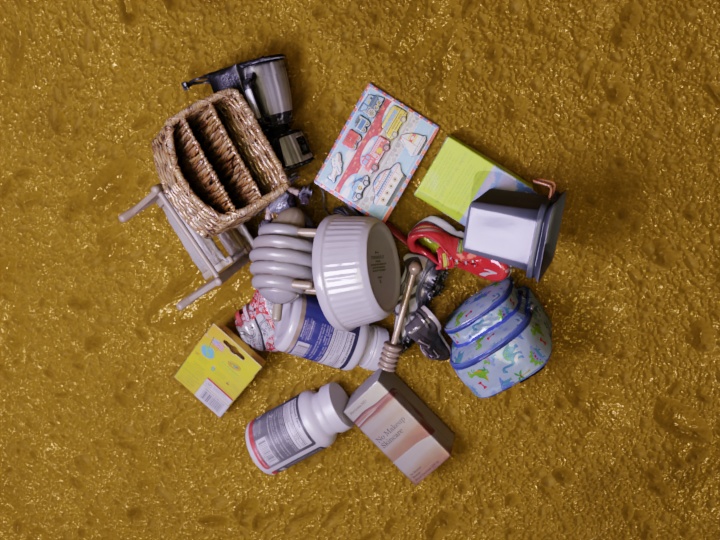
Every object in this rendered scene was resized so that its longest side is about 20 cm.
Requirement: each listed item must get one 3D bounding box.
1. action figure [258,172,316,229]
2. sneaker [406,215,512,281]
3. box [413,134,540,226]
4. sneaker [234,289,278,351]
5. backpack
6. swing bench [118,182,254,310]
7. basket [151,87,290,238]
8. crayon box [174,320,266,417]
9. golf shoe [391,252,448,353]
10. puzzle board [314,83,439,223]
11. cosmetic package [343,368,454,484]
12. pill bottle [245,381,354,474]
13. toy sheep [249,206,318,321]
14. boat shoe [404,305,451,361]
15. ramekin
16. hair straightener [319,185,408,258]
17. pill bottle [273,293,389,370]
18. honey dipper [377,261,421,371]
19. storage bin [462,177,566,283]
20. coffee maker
[{"bbox_3d":[-0.118,-0.091,1.518,0.130,0.069,0.201,-40,90,27],"label":"action figure"},{"bbox_3d":[0.169,-0.023,1.445,0.198,0.085,0.078,24,132,25],"label":"sneaker"},{"bbox_3d":[0.209,-0.136,1.450,0.198,0.048,0.123,31,109,0],"label":"box"},{"bbox_3d":[-0.192,0.060,1.572,0.106,0.067,0.205,-4,107,10],"label":"sneaker"},{"bbox_3d":[0.233,0.116,1.428,0.182,0.200,0.148,-34,102,18],"label":"backpack"},{"bbox_3d":[-0.285,-0.075,1.477,0.129,0.200,0.200,-28,100,37],"label":"swing bench"},{"bbox_3d":[-0.240,-0.175,1.357,0.148,0.142,0.202,-29,89,44],"label":"basket"},{"bbox_3d":[-0.267,0.185,1.595,0.127,0.051,0.200,42,131,-1],"label":"crayon box"},{"bbox_3d":[0.087,0.061,1.524,0.094,0.077,0.202,30,109,22],"label":"golf shoe"},{"bbox_3d":[0.028,-0.206,1.466,0.149,0.017,0.202,31,99,2],"label":"puzzle board"},{"bbox_3d":[0.075,0.293,1.571,0.200,0.087,0.103,44,109,-3],"label":"cosmetic package"},{"bbox_3d":[-0.115,0.304,1.597,0.198,0.116,0.117,-30,98,17],"label":"pill bottle"},{"bbox_3d":[-0.131,-0.012,1.435,0.135,0.138,0.204,6,77,9],"label":"toy sheep"},{"bbox_3d":[0.117,0.123,1.472,0.057,0.200,0.067,-38,62,-5],"label":"boat shoe"},{"bbox_3d":[0.000,0.000,1.423,0.093,0.202,0.206,-6,104,23],"label":"ramekin"},{"bbox_3d":[-0.003,-0.084,1.508,0.199,0.041,0.077,38,110,-5],"label":"hair straightener"},{"bbox_3d":[-0.051,0.119,1.516,0.197,0.111,0.112,19,109,-19],"label":"pill bottle"},{"bbox_3d":[0.074,0.082,1.471,0.037,0.038,0.203,17,103,6],"label":"honey dipper"},{"bbox_3d":[0.251,-0.081,1.338,0.132,0.200,0.148,13,108,17],"label":"storage bin"},{"bbox_3d":[-0.193,-0.264,1.468,0.190,0.134,0.203,-5,104,40],"label":"coffee maker"}]
